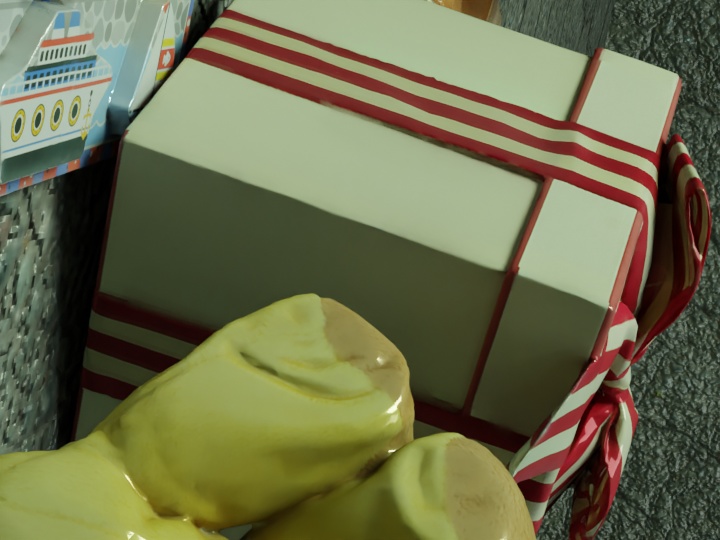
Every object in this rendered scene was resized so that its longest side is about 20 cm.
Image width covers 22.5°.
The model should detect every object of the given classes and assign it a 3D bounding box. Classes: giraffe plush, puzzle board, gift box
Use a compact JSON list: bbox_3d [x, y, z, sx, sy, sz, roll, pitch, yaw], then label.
[{"bbox_3d":[-0.057,0.123,0.490,0.163,0.198,0.173,101,-15,-46],"label":"giraffe plush"},{"bbox_3d":[-0.073,-0.100,0.524,0.200,0.017,0.152,-38,141,-73],"label":"puzzle board"},{"bbox_3d":[0.011,0.024,0.636,0.200,0.185,0.185,-65,172,-50],"label":"gift box"}]

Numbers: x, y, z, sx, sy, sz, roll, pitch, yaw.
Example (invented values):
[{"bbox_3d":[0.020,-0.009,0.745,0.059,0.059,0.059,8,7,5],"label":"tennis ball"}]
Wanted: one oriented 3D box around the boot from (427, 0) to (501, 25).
[{"bbox_3d":[0.009,-0.080,0.897,0.155,0.073,0.202,33,72,-72],"label":"boot"}]
